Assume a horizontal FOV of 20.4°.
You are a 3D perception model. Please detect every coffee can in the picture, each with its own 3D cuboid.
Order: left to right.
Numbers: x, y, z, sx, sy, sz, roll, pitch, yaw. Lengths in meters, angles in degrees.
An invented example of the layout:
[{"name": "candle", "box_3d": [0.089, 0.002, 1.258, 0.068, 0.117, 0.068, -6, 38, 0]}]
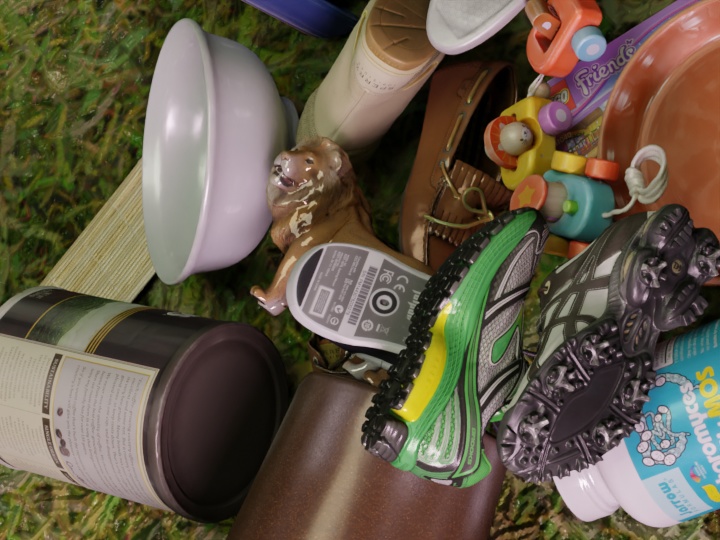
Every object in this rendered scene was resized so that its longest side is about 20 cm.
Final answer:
[{"name": "coffee can", "box_3d": [-0.175, 0.097, 1.502, 0.199, 0.146, 0.147, 10, 78, 36]}]

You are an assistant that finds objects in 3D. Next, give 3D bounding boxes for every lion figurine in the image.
[{"name": "lion figurine", "box_3d": [0.000, 0.000, 1.397, 0.200, 0.072, 0.123, 38, 84, 19]}]

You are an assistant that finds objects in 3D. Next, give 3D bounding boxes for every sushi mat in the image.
[{"name": "sushi mat", "box_3d": [-0.212, 0.000, 1.649, 0.200, 0.012, 0.096, -50, 54, 8]}]

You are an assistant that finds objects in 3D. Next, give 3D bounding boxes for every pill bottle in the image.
[{"name": "pill bottle", "box_3d": [0.218, 0.093, 1.259, 0.199, 0.111, 0.111, -25, 60, 25]}]

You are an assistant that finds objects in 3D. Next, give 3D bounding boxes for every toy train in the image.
[{"name": "toy train", "box_3d": [0.132, -0.102, 1.344, 0.150, 0.055, 0.201, -56, 36, 38]}]

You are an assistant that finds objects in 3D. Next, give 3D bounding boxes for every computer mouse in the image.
[{"name": "computer mouse", "box_3d": [0.047, 0.038, 1.323, 0.199, 0.044, 0.110, 20, 68, 8]}]

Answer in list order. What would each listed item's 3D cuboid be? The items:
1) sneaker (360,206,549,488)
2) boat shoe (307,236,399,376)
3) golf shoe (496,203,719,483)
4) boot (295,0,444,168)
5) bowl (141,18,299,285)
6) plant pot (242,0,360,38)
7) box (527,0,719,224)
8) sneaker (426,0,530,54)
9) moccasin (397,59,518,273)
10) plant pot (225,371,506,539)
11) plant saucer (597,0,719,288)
[{"name": "sneaker", "box_3d": [0.074, 0.048, 1.265, 0.201, 0.085, 0.078, -63, 13, -24]}, {"name": "boat shoe", "box_3d": [-0.010, 0.064, 1.451, 0.072, 0.068, 0.201, -15, 66, 28]}, {"name": "golf shoe", "box_3d": [0.140, 0.046, 1.235, 0.200, 0.078, 0.094, -49, 25, -18]}, {"name": "boot", "box_3d": [0.028, -0.167, 1.502, 0.156, 0.073, 0.200, -55, 3, 45]}, {"name": "bowl", "box_3d": [-0.101, -0.088, 1.533, 0.201, 0.090, 0.203, -177, 90, -71]}, {"name": "plant pot", "box_3d": [-0.068, -0.305, 1.556, 0.200, 0.200, 0.180, 40, 103, 37]}, {"name": "box", "box_3d": [0.224, -0.112, 1.376, 0.199, 0.039, 0.137, -31, 59, 22]}, {"name": "sneaker", "box_3d": [0.123, -0.215, 1.438, 0.070, 0.099, 0.200, 29, 74, 26]}, {"name": "moccasin", "box_3d": [0.079, -0.056, 1.439, 0.077, 0.074, 0.202, -8, 59, 42]}, {"name": "plant pot", "box_3d": [-0.003, 0.184, 1.325, 0.199, 0.200, 0.199, 12, 76, 37]}, {"name": "plant saucer", "box_3d": [0.250, -0.085, 1.305, 0.199, 0.032, 0.202, -12, 68, 31]}]
